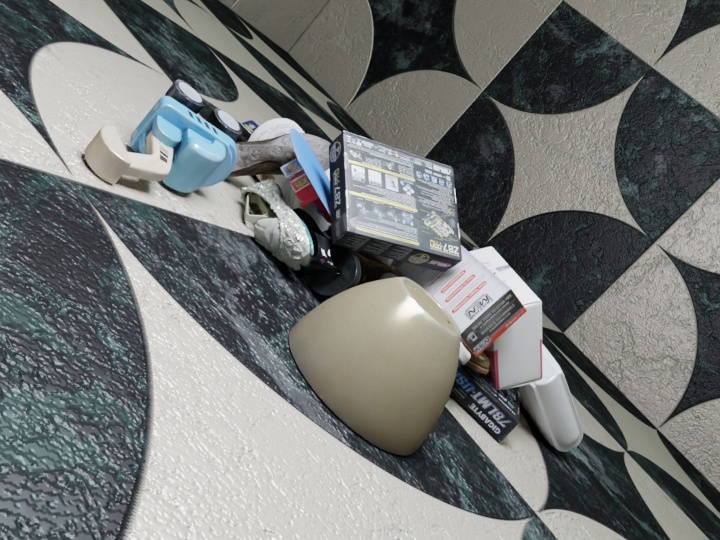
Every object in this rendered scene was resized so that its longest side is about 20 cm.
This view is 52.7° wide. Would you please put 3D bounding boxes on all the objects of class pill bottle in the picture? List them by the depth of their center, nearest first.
[{"bbox_3d":[-0.106,-0.159,1.228,0.114,0.114,0.200,26,21,-51],"label":"pill bottle"}]

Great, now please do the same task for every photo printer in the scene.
[{"bbox_3d":[0.325,0.216,1.303,0.201,0.069,0.167,63,-1,-31],"label":"photo printer"}]

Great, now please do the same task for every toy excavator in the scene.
[{"bbox_3d":[-0.233,-0.146,0.885,0.194,0.100,0.201,31,26,-36],"label":"toy excavator"}]

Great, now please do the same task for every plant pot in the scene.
[{"bbox_3d":[0.036,0.087,0.829,0.200,0.135,0.200,40,12,-11],"label":"plant pot"}]

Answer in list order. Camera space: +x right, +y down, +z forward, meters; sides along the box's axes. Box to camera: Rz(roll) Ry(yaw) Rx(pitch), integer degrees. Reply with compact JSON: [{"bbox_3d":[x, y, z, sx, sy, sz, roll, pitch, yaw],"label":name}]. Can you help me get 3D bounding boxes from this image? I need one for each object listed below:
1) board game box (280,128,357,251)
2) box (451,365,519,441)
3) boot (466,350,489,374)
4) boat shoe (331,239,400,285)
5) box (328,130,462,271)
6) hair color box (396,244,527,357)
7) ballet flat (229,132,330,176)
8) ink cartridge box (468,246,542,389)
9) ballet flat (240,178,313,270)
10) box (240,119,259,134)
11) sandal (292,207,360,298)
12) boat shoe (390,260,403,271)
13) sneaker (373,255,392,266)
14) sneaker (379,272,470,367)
[{"bbox_3d":[-0.067,-0.110,1.067,0.201,0.039,0.158,60,9,-16],"label":"board game box"},{"bbox_3d":[0.173,0.163,1.186,0.200,0.050,0.198,43,12,3],"label":"box"},{"bbox_3d":[0.148,0.078,1.122,0.073,0.076,0.200,30,17,-42],"label":"boot"},{"bbox_3d":[-0.001,0.000,1.131,0.200,0.072,0.068,30,16,-47],"label":"boat shoe"},{"bbox_3d":[0.051,-0.097,1.039,0.198,0.049,0.163,12,60,-31],"label":"box"},{"bbox_3d":[0.145,0.028,1.080,0.061,0.101,0.200,47,2,-36],"label":"hair color box"},{"bbox_3d":[-0.137,-0.174,1.134,0.046,0.198,0.068,158,-76,-74],"label":"ballet flat"},{"bbox_3d":[0.218,0.072,1.177,0.200,0.082,0.148,-116,-165,-61],"label":"ink cartridge box"},{"bbox_3d":[-0.126,-0.064,1.017,0.072,0.072,0.200,32,15,-37],"label":"ballet flat"},{"bbox_3d":[-0.158,-0.214,1.427,0.200,0.032,0.121,44,12,-8],"label":"box"},{"bbox_3d":[-0.071,-0.027,1.021,0.048,0.076,0.200,31,8,-45],"label":"sandal"},{"bbox_3d":[0.075,-0.061,1.281,0.073,0.074,0.202,-25,95,-56],"label":"boat shoe"},{"bbox_3d":[0.047,-0.058,1.166,0.075,0.099,0.200,58,-5,15],"label":"sneaker"},{"bbox_3d":[0.068,0.083,1.048,0.200,0.084,0.075,48,1,43],"label":"sneaker"}]
